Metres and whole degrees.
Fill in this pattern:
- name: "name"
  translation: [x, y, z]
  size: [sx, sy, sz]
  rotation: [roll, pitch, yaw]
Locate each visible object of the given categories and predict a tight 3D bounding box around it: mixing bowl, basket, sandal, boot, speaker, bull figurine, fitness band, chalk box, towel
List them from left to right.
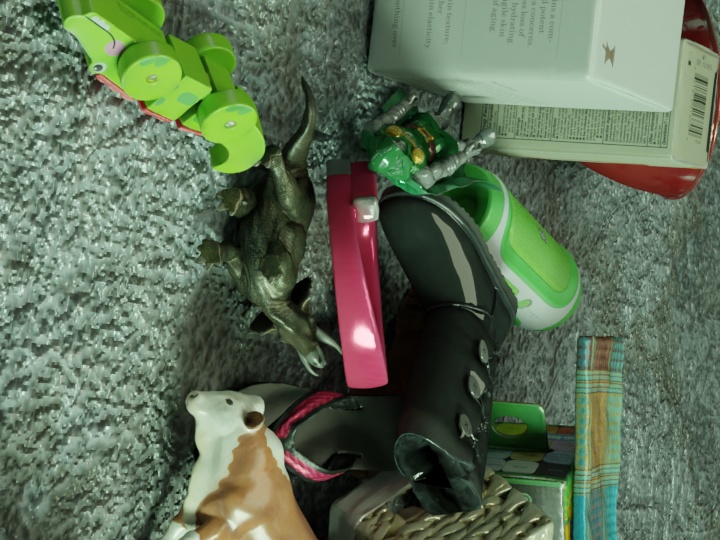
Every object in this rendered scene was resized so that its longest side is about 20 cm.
- name: "bull figurine"
  translation: [-0.084, 0.176, 1.077]
  size: [0.121, 0.065, 0.201]
  rotation: [-36, 122, -14]
- name: "sandal"
  translation: [-0.027, 0.118, 1.149]
  size: [0.198, 0.045, 0.076]
  rotation: [0, 91, -32]
- name: "fitness band"
  translation: [0.000, 0.000, 1.148]
  size: [0.200, 0.037, 0.146]
  rotation: [-91, 175, -70]
- name: "boot"
  translation: [0.051, 0.110, 1.302]
  size: [0.201, 0.074, 0.108]
  rotation: [-58, 144, -36]
- name: "boot"
  translation: [0.051, 0.057, 1.185]
  size: [0.165, 0.065, 0.201]
  rotation: [47, 43, -28]
- name: "basket"
  translation: [0.061, 0.256, 1.230]
  size: [0.135, 0.123, 0.202]
  rotation: [-26, 131, -35]
- name: "speaker"
  translation: [0.122, -0.017, 1.376]
  size: [0.200, 0.088, 0.090]
  rotation: [39, 63, -53]
- name: "chalk box"
  translation: [0.133, 0.204, 1.372]
  size: [0.124, 0.123, 0.203]
  rotation: [-38, 128, -65]
- name: "towel"
  translation: [0.204, 0.157, 1.360]
  size: [0.146, 0.021, 0.203]
  rotation: [7, 85, -71]
- name: "mixing bowl"
  translation: [0.241, -0.165, 1.475]
  size: [0.107, 0.200, 0.203]
  rotation: [-2, 100, -13]

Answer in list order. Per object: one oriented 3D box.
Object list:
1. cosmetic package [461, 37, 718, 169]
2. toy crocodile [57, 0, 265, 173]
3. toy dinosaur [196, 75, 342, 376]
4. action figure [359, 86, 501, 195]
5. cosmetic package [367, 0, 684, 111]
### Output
- name: "cosmetic package"
  translation: [0.195, -0.144, 1.362]
  size: [0.087, 0.198, 0.105]
  rotation: [5, 93, -58]
- name: "toy crocodile"
  translation: [-0.123, -0.123, 1.006]
  size: [0.199, 0.061, 0.068]
  rotation: [30, 32, -53]
- name: "toy dinosaur"
  translation: [-0.062, -0.031, 1.118]
  size: [0.102, 0.076, 0.203]
  rotation: [33, 55, -73]
- name: "action figure"
  translation: [0.047, -0.094, 1.189]
  size: [0.055, 0.118, 0.200]
  rotation: [-51, 173, 21]
- name: "cosmetic package"
  translation: [0.135, -0.221, 1.256]
  size: [0.166, 0.198, 0.170]
  rotation: [7, 90, -57]
